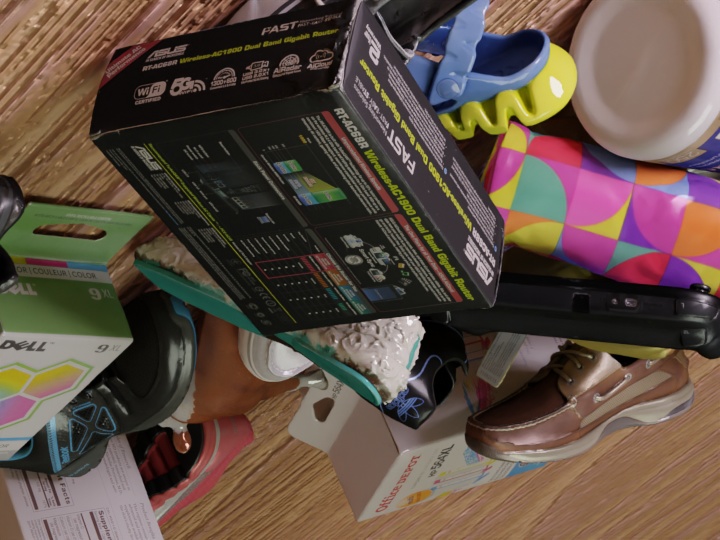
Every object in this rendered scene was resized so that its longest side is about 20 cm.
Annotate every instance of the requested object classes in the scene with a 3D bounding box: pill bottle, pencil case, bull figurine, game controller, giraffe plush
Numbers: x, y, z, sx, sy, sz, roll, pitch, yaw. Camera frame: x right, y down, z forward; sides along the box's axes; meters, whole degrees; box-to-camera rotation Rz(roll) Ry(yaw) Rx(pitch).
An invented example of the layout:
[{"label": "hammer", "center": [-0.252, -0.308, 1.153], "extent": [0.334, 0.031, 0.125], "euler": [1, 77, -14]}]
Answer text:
[{"label": "pill bottle", "center": [0.231, -0.119, 1.148], "extent": [0.199, 0.116, 0.116], "euler": [4, 143, -47]}, {"label": "pencil case", "center": [0.164, -0.031, 1.139], "extent": [0.198, 0.089, 0.089], "euler": [15, 150, 1]}, {"label": "bull figurine", "center": [-0.077, 0.054, 1.263], "extent": [0.121, 0.065, 0.200], "euler": [-16, 155, -26]}, {"label": "game controller", "center": [0.137, 0.025, 1.146], "extent": [0.199, 0.042, 0.104], "euler": [6, 175, 24]}, {"label": "giraffe plush", "center": [0.163, -0.010, 1.285], "extent": [0.200, 0.173, 0.162], "euler": [-45, 173, 15]}]

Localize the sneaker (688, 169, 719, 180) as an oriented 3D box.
[{"label": "sneaker", "center": [0.304, -0.074, 1.323], "extent": [0.198, 0.076, 0.088], "euler": [-14, 110, -9]}]

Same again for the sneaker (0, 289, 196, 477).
[{"label": "sneaker", "center": [-0.181, 0.082, 1.208], "extent": [0.082, 0.074, 0.200], "euler": [3, 143, -44]}]

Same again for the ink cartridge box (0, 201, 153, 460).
[{"label": "ink cartridge box", "center": [-0.211, 0.042, 1.115], "extent": [0.200, 0.060, 0.103], "euler": [-41, 151, 31]}]

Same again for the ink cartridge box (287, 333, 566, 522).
[{"label": "ink cartridge box", "center": [0.053, 0.097, 1.397], "extent": [0.199, 0.126, 0.129], "euler": [-14, 154, -24]}]

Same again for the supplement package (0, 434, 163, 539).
[{"label": "supplement package", "center": [-0.218, 0.236, 1.325], "extent": [0.110, 0.201, 0.156], "euler": [-4, 149, -37]}]

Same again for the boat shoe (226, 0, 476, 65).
[{"label": "boat shoe", "center": [0.002, -0.130, 0.966], "extent": [0.199, 0.068, 0.074], "euler": [-32, 155, 15]}]

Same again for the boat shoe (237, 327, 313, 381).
[{"label": "boat shoe", "center": [0.000, 0.000, 1.154], "extent": [0.200, 0.069, 0.072], "euler": [-46, 129, 7]}]

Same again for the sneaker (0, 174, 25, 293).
[{"label": "sneaker", "center": [-0.237, 0.015, 1.019], "extent": [0.083, 0.077, 0.200], "euler": [-3, 149, -32]}]

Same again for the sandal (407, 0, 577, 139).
[{"label": "sandal", "center": [0.018, -0.106, 1.043], "extent": [0.199, 0.080, 0.087], "euler": [-24, 123, 11]}]

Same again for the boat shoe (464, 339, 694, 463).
[{"label": "boat shoe", "center": [0.156, 0.083, 1.309], "extent": [0.199, 0.076, 0.072], "euler": [-16, 111, -34]}]

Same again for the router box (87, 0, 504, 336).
[{"label": "router box", "center": [-0.028, -0.049, 0.972], "extent": [0.149, 0.062, 0.200], "euler": [-7, 143, 26]}]

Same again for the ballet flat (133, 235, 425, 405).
[{"label": "ballet flat", "center": [-0.045, 0.016, 1.117], "extent": [0.072, 0.199, 0.072], "euler": [-46, 152, -34]}]

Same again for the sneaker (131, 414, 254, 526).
[{"label": "sneaker", "center": [-0.154, 0.171, 1.413], "extent": [0.086, 0.074, 0.200], "euler": [0, 147, -50]}]

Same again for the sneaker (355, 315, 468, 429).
[{"label": "sneaker", "center": [0.042, 0.051, 1.266], "extent": [0.070, 0.078, 0.200], "euler": [-46, 178, 27]}]
